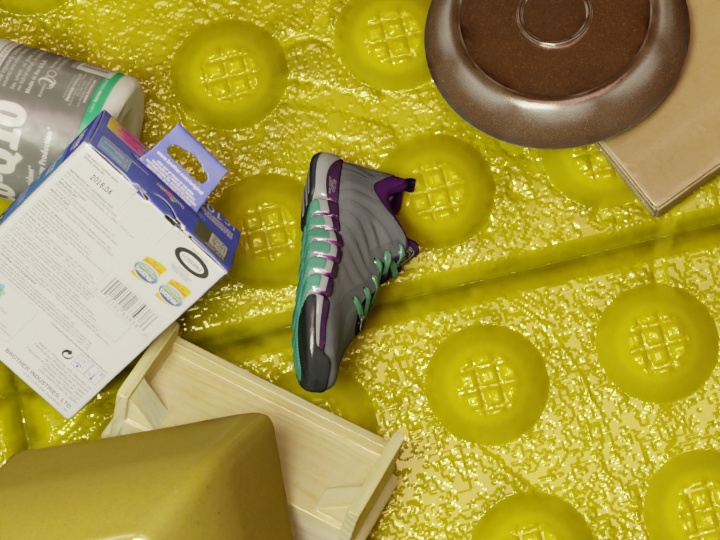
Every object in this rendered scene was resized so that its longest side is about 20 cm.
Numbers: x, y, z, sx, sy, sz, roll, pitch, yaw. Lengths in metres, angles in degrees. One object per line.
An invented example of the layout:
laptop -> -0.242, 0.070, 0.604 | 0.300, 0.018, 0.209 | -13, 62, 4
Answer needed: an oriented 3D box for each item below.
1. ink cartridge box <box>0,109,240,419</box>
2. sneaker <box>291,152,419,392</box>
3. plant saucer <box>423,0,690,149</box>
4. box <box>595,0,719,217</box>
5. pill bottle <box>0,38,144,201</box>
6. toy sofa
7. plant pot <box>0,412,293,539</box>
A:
ink cartridge box -> -0.179, -0.013, 1.611 | 0.136, 0.076, 0.200 | 43, 111, -13
sneaker -> 0.000, 0.000, 1.655 | 0.087, 0.074, 0.200 | 8, 55, -6
plant saucer -> 0.145, -0.185, 1.731 | 0.200, 0.032, 0.201 | -3, 65, 6
box -> 0.250, -0.159, 1.742 | 0.200, 0.021, 0.164 | -35, 73, -8
pill bottle -> -0.267, -0.113, 1.690 | 0.200, 0.113, 0.113 | 16, 74, 6
toy sofa -> -0.076, 0.129, 1.639 | 0.200, 0.098, 0.083 | 25, 50, 9
plant pot -> -0.153, 0.216, 1.497 | 0.194, 0.200, 0.196 | -10, 94, 11
